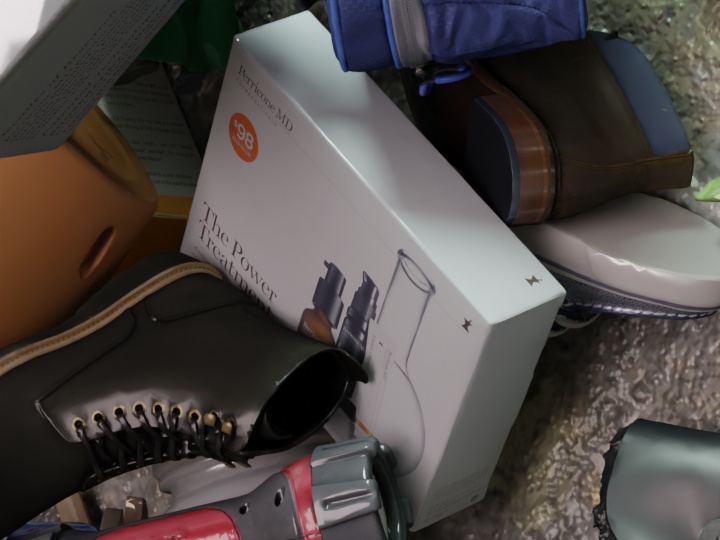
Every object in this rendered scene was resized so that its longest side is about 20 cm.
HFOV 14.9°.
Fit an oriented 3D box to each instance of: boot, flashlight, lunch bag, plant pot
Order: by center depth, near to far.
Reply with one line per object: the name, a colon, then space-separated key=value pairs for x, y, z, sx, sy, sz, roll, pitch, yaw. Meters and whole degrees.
boot: x=0.186 y=0.083 z=1.213 sx=0.168 sy=0.076 sz=0.201 roll=9 pitch=100 yaw=32
lunch bag: x=0.028 y=-0.177 z=1.220 sx=0.132 sy=0.136 sz=0.201 roll=-6 pitch=101 yaw=4
boot: x=-0.107 y=0.076 z=1.267 sx=0.200 sy=0.078 sz=0.138 roll=-45 pitch=42 yaw=-20
flashlight: x=-0.077 y=0.130 z=1.268 sx=0.199 sy=0.068 sz=0.068 roll=-15 pitch=48 yaw=11
boot: x=0.089 y=0.007 z=1.305 sx=0.200 sy=0.073 sz=0.091 roll=20 pitch=121 yaw=32
boot: x=0.082 y=-0.086 z=1.313 sx=0.200 sy=0.097 sz=0.075 roll=-114 pitch=26 yaw=-49
plant pot: x=-0.195 y=-0.037 z=1.352 sx=0.140 sy=0.200 sz=0.200 roll=-42 pitch=64 yaw=7

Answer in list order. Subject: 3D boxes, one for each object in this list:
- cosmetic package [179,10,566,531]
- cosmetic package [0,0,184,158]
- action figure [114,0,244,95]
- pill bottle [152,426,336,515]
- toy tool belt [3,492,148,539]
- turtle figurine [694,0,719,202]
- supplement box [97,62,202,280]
cosmetic package: x=0.000 y=0.000 z=1.292 sx=0.200 sy=0.052 sz=0.151 roll=48 pitch=140 yaw=27
cosmetic package: x=-0.161 y=-0.161 z=1.165 sx=0.167 sy=0.200 sz=0.166 roll=43 pitch=100 yaw=3
action figure: x=-0.113 y=-0.193 z=1.442 sx=0.055 sy=0.118 sz=0.201 roll=-26 pitch=64 yaw=45
pill bottle: x=-0.037 y=0.160 z=1.350 sx=0.114 sy=0.114 sz=0.201 roll=-25 pitch=74 yaw=33
toy tool belt: x=-0.151 y=0.161 z=1.405 sx=0.124 sy=0.200 sz=0.123 roll=5 pitch=80 yaw=-8
turtle figurine: x=0.153 y=-0.128 z=1.211 sx=0.144 sy=0.199 sz=0.195 roll=-168 pitch=79 yaw=-70
supplement box: x=-0.171 y=-0.087 z=1.483 sx=0.126 sy=0.073 sz=0.200 roll=-32 pitch=72 yaw=30
